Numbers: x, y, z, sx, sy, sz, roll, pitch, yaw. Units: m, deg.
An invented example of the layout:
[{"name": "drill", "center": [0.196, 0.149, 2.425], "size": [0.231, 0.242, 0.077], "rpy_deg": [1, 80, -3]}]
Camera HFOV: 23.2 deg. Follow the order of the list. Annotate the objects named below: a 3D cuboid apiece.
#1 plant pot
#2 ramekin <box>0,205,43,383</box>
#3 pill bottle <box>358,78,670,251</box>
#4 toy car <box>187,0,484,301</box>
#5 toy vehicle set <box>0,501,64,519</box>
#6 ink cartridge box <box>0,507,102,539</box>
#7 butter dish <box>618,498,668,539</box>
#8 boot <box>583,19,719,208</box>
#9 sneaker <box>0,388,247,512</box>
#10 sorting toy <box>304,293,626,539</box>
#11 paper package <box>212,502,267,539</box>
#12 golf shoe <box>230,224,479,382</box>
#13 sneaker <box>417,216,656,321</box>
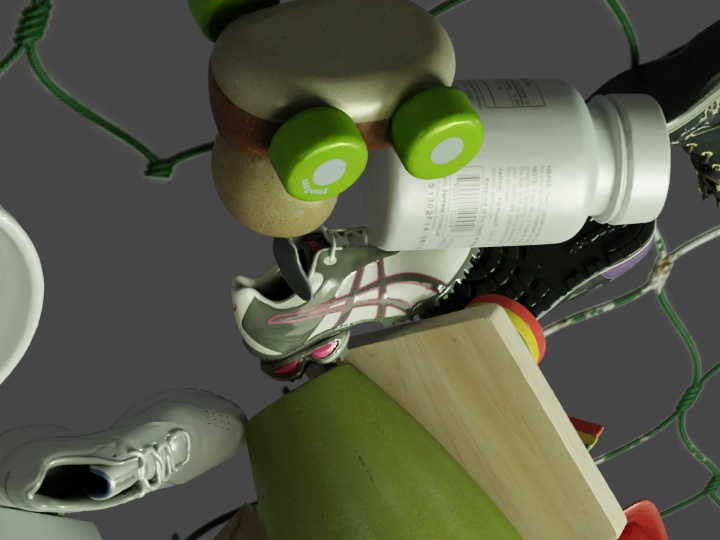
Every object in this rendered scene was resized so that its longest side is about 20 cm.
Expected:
[{"name": "plant pot", "center": [0.004, 0.176, 1.279], "size": [0.186, 0.201, 0.187], "rpy_deg": [-29, 172, -4]}, {"name": "ramekin", "center": [-0.299, 0.003, 1.053], "size": [0.199, 0.098, 0.202], "rpy_deg": [-18, 137, -18]}, {"name": "pill bottle", "center": [0.104, -0.074, 1.206], "size": [0.198, 0.115, 0.115], "rpy_deg": [-3, 132, -12]}, {"name": "toy car", "center": [-0.032, -0.077, 1.120], "size": [0.157, 0.165, 0.201], "rpy_deg": [-11, 144, -25]}, {"name": "toy vehicle set", "center": [-0.324, 0.206, 1.286], "size": [0.199, 0.027, 0.125], "rpy_deg": [2, 127, -36]}, {"name": "ink cartridge box", "center": [-0.286, 0.271, 1.288], "size": [0.146, 0.083, 0.200], "rpy_deg": [18, 118, -43]}, {"name": "butter dish", "center": [0.248, 0.356, 1.727], "size": [0.199, 0.148, 0.200], "rpy_deg": [-32, 140, -4]}, {"name": "boot", "center": [0.255, -0.095, 1.348], "size": [0.203, 0.074, 0.154], "rpy_deg": [-32, 135, -10]}, {"name": "sneaker", "center": [-0.167, 0.141, 1.271], "size": [0.199, 0.087, 0.075], "rpy_deg": [-15, 107, -25]}, {"name": "sorting toy", "center": [0.087, 0.113, 1.330], "size": [0.070, 0.198, 0.201], "rpy_deg": [-47, 112, -42]}, {"name": "paper package", "center": [-0.042, 0.316, 1.457], "size": [0.103, 0.191, 0.200], "rpy_deg": [-43, 140, 5]}, {"name": "golf shoe", "center": [0.000, 0.000, 1.274], "size": [0.199, 0.077, 0.088], "rpy_deg": [-33, 129, -6]}, {"name": "sneaker", "center": [0.143, 0.010, 1.382], "size": [0.199, 0.076, 0.088], "rpy_deg": [-24, 161, 4]}]
